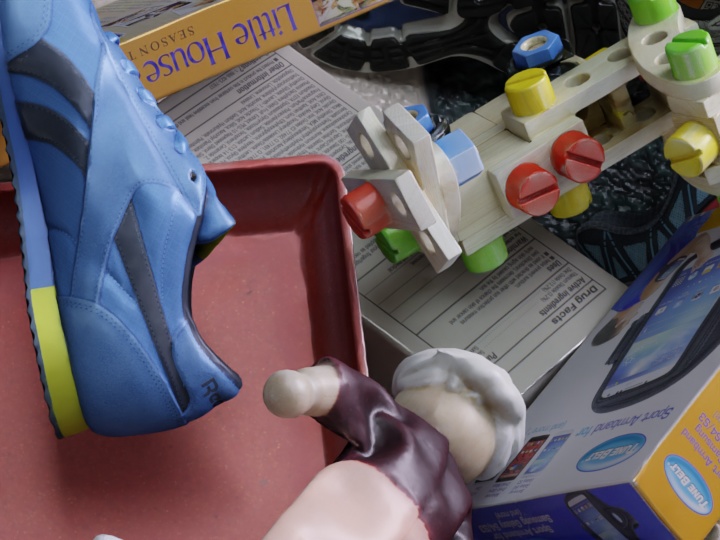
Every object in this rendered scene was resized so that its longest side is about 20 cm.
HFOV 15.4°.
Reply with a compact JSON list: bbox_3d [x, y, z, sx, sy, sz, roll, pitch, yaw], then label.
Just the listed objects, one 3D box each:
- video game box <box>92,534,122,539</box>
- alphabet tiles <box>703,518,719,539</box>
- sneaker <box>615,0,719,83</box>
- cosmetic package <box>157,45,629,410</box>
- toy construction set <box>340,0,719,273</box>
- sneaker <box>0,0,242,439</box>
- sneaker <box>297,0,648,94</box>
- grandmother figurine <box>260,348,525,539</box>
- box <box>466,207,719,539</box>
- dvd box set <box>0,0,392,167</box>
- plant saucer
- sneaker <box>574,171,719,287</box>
[{"bbox_3d":[-0.016,0.201,0.852,0.199,0.047,0.183,26,42,-23],"label":"video game box"},{"bbox_3d":[0.123,0.069,0.986,0.015,0.195,0.200,52,45,-15],"label":"alphabet tiles"},{"bbox_3d":[0.183,-0.099,1.033,0.199,0.082,0.078,8,59,32],"label":"sneaker"},{"bbox_3d":[0.000,0.000,1.082,0.200,0.073,0.103,38,49,19],"label":"cosmetic package"},{"bbox_3d":[0.076,-0.044,0.996,0.199,0.093,0.131,-18,25,-21],"label":"toy construction set"},{"bbox_3d":[-0.088,-0.041,0.952,0.078,0.066,0.201,-12,81,1],"label":"sneaker"},{"bbox_3d":[0.068,-0.137,1.224,0.199,0.079,0.089,8,40,3],"label":"sneaker"},{"bbox_3d":[0.003,0.083,0.895,0.060,0.122,0.200,-11,20,30],"label":"grandmother figurine"},{"bbox_3d":[0.114,0.044,0.974,0.200,0.119,0.042,-46,105,-31],"label":"box"},{"bbox_3d":[-0.096,-0.088,1.082,0.199,0.030,0.146,-25,14,-20],"label":"dvd box set"},{"bbox_3d":[-0.095,0.059,0.976,0.198,0.037,0.201,-5,61,-3],"label":"plant saucer"},{"bbox_3d":[0.169,-0.051,1.096,0.096,0.200,0.079,46,9,3],"label":"sneaker"}]
